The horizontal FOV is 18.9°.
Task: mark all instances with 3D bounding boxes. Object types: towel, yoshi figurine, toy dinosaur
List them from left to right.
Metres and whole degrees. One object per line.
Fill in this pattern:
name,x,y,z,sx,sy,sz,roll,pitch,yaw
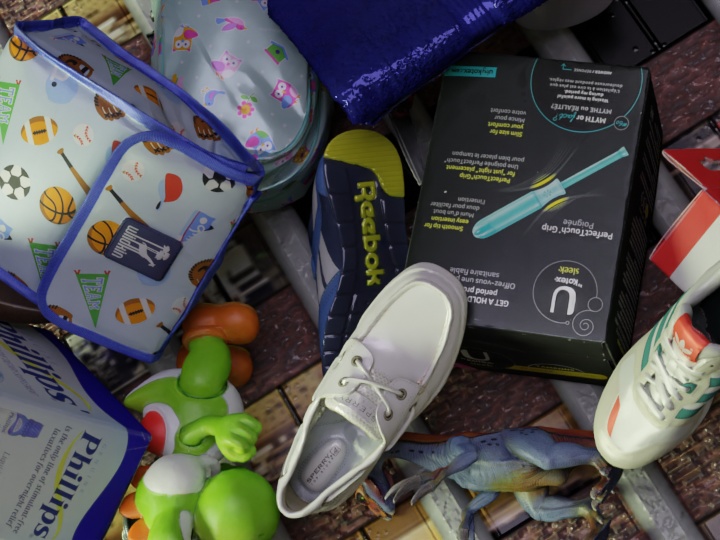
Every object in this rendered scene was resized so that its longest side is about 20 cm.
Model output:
yoshi figurine,-0.095,0.126,1.511,0.112,0.112,0.201,-25,43,35
towel,0.045,-0.196,1.518,0.200,0.050,0.148,-33,51,-2
toy dinosaur,0.093,0.144,1.519,0.181,0.105,0.200,23,44,28

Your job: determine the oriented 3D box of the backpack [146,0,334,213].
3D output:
backpack,-0.091,-0.146,1.610,0.166,0.127,0.201,-2,75,8

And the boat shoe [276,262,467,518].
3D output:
boat shoe,0.006,0.088,1.443,0.071,0.069,0.200,32,109,7

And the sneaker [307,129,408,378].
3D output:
sneaker,0.000,0.000,1.575,0.074,0.082,0.201,1,89,-14

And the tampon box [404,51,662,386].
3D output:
tampon box,0.124,-0.034,1.524,0.149,0.126,0.201,7,74,16

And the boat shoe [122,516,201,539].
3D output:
boat shoe,-0.116,0.245,1.516,0.073,0.062,0.200,-28,68,3

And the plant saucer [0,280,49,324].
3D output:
plant saucer,-0.269,-0.022,1.594,0.200,0.200,0.035,39,121,21

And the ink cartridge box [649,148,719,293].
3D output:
ink cartridge box,0.280,0.004,1.476,0.200,0.116,0.067,47,116,22

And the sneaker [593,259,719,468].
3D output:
sneaker,0.210,0.051,1.395,0.200,0.093,0.070,-48,68,22

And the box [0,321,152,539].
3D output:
box,-0.278,0.096,1.487,0.184,0.200,0.105,38,103,50

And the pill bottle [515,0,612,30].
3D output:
pill bottle,0.130,-0.286,1.617,0.109,0.109,0.201,-14,69,7

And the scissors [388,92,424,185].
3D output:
scissors,0.021,-0.119,1.579,0.073,0.014,0.200,6,37,4

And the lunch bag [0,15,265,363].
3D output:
lunch bag,-0.182,-0.055,1.505,0.200,0.124,0.170,36,111,10
